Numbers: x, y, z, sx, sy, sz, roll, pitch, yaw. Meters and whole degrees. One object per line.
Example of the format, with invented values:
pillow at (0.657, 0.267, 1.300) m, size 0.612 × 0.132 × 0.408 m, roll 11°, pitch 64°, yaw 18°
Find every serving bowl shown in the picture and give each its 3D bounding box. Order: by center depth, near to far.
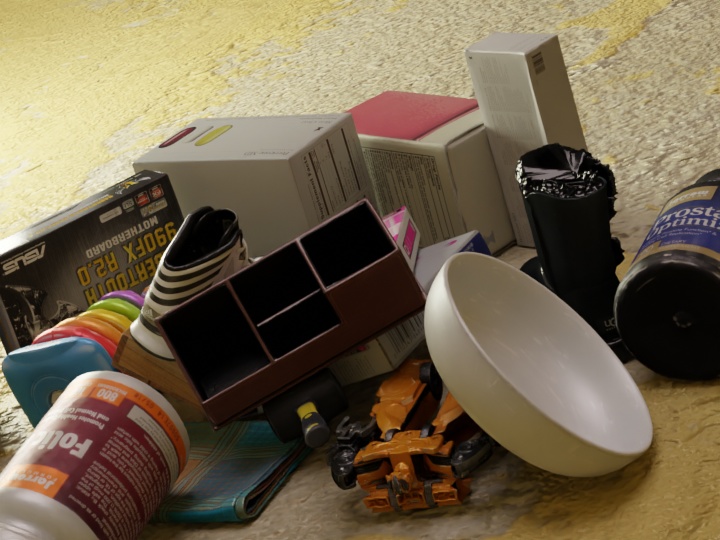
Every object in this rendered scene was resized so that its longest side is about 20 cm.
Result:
serving bowl at (0.119, 0.080, 1.493) m, size 0.066 × 0.200 × 0.200 m, roll -49°, pitch 11°, yaw 22°

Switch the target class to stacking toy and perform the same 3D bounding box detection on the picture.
stacking toy at (-0.210, 0.061, 1.778) m, size 0.116 × 0.110 × 0.200 m, roll -12°, pitch 25°, yaw 33°

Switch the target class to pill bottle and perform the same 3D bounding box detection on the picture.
pill bottle at (-0.220, 0.179, 1.535) m, size 0.114 × 0.114 × 0.200 m, roll -3°, pitch 35°, yaw 31°
pill bottle at (0.279, -0.004, 1.632) m, size 0.112 × 0.112 × 0.200 m, roll -6°, pitch 25°, yaw 26°

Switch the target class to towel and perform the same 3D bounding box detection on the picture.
towel at (-0.143, 0.162, 1.664) m, size 0.200 × 0.022 × 0.147 m, roll -4°, pitch 25°, yaw 30°

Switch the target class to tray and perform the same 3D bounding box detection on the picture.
tray at (-0.129, 0.054, 1.749) m, size 0.098 × 0.037 × 0.200 m, roll 27°, pitch 26°, yaw 7°

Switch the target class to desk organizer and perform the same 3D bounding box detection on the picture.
desk organizer at (-0.054, 0.033, 1.600) m, size 0.200 × 0.077 × 0.072 m, roll -30°, pitch 50°, yaw -1°

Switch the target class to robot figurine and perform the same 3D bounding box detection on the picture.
robot figurine at (0.057, 0.123, 1.561) m, size 0.145 × 0.058 × 0.200 m, roll -8°, pitch 22°, yaw 22°

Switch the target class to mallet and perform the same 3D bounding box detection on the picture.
mallet at (-0.029, 0.108, 1.549) m, size 0.066 × 0.041 × 0.200 m, roll -30°, pitch 5°, yaw -9°

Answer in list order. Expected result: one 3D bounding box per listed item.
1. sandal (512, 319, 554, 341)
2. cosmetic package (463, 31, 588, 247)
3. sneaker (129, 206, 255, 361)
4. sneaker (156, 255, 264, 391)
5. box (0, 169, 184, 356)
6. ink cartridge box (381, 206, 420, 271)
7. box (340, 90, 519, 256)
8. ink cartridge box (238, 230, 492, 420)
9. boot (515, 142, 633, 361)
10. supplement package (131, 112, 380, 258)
sandal at (0.120, 0.034, 1.681) m, size 0.082 × 0.050 × 0.203 m, roll 2°, pitch 1°, yaw -17°
cosmetic package at (0.163, -0.118, 1.871) m, size 0.051 × 0.200 × 0.082 m, roll -34°, pitch 27°, yaw -34°
sneaker at (-0.097, 0.002, 1.691) m, size 0.076 × 0.116 × 0.200 m, roll 37°, pitch 30°, yaw 26°
sneaker at (-0.128, 0.054, 1.873) m, size 0.200 × 0.078 × 0.080 m, roll -28°, pitch 43°, yaw -14°
box at (-0.246, 0.018, 1.902) m, size 0.200 × 0.159 × 0.048 m, roll -28°, pitch 22°, yaw -27°
ink cartridge box at (0.000, 0.000, 1.746) m, size 0.095 × 0.037 × 0.200 m, roll -27°, pitch 13°, yaw 10°
box at (0.068, -0.093, 1.980) m, size 0.109 × 0.128 × 0.200 m, roll -30°, pitch 26°, yaw -33°
ink cartridge box at (-0.008, 0.047, 1.747) m, size 0.200 × 0.043 × 0.196 m, roll -19°, pitch 16°, yaw 37°
boot at (0.169, -0.029, 1.696) m, size 0.076 × 0.169 × 0.200 m, roll -19°, pitch 21°, yaw -9°
supplement package at (-0.096, -0.060, 1.982) m, size 0.200 × 0.156 × 0.111 m, roll 1°, pitch 28°, yaw 36°
